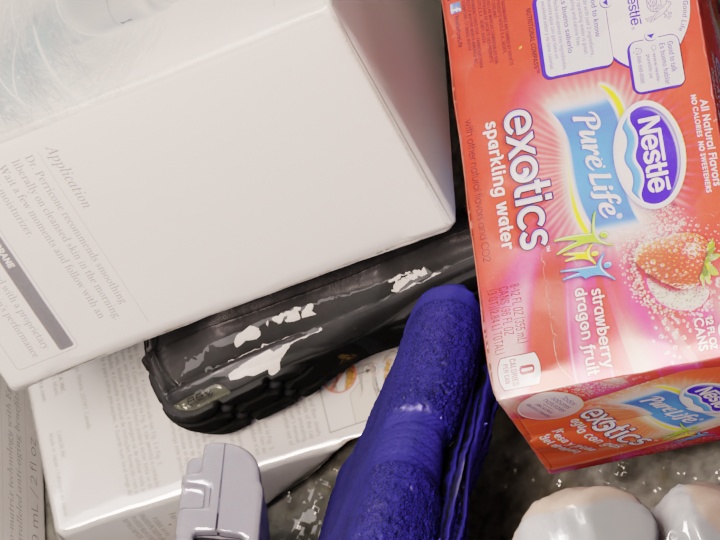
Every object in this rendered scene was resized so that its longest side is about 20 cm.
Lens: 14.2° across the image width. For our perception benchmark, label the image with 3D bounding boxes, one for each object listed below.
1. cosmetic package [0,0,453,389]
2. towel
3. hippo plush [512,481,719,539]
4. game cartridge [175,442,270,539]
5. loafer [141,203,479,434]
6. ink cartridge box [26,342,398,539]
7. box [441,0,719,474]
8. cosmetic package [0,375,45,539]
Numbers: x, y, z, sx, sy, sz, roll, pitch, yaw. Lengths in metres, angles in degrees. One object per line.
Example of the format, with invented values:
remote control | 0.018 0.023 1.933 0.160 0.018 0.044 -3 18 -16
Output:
cosmetic package | -0.077 -0.085 1.197 0.200 0.123 0.199 -20 36 13
towel | 0.009 0.120 1.103 0.148 0.050 0.200 112 176 -45
hippo plush | 0.093 0.189 1.068 0.161 0.159 0.200 -44 34 49
game cartridge | -0.060 0.184 1.150 0.041 0.133 0.200 6 66 -1
loafer | 0.000 0.000 1.200 0.201 0.068 0.070 -24 71 8
ink cartridge box | -0.050 0.024 1.269 0.200 0.057 0.163 -16 63 4
box | 0.096 -0.035 1.104 0.100 0.095 0.200 -12 66 13
cosmetic package | -0.245 0.043 1.281 0.123 0.200 0.199 -17 65 27
